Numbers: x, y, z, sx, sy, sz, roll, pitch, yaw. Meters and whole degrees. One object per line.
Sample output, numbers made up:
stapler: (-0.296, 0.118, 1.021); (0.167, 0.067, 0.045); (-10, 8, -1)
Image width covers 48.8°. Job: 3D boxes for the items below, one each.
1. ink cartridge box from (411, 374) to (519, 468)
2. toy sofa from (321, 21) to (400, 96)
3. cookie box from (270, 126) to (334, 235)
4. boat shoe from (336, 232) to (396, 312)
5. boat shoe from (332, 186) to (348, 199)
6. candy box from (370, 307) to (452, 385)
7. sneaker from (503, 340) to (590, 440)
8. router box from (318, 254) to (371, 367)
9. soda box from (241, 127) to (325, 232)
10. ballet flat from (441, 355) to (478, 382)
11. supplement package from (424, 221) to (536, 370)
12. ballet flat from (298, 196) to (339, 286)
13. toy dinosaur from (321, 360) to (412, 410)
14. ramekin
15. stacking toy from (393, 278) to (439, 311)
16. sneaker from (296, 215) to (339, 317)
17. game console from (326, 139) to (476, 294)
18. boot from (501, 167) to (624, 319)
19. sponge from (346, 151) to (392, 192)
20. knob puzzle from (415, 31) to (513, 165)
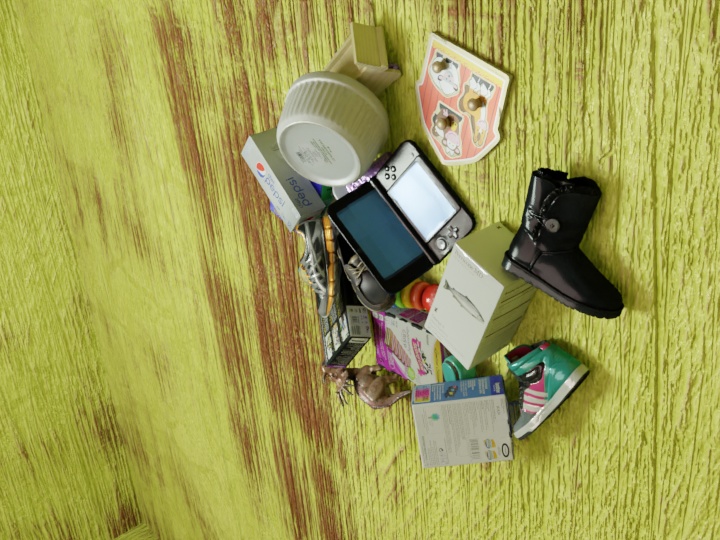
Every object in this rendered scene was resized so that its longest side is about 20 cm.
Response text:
ink cartridge box: (0.198, 0.268, 1.409); (0.196, 0.077, 0.139); (-7, 112, 11)
toy sofa: (-0.014, -0.351, 1.431); (0.200, 0.096, 0.084); (-36, 56, 55)
cookie box: (-0.109, -0.180, 1.647); (0.171, 0.075, 0.202); (39, 138, 34)
boat shoe: (0.000, 0.000, 1.500); (0.073, 0.074, 0.201); (45, -173, -47)
boat shoe: (0.018, -0.098, 1.544); (0.201, 0.068, 0.057); (54, 179, 6)
candy box: (0.109, 0.147, 1.555); (0.199, 0.060, 0.139); (19, 124, 47)
sneaker: (0.282, 0.188, 1.322); (0.121, 0.083, 0.201); (46, 133, 19)
router box: (-0.039, 0.080, 1.654); (0.149, 0.050, 0.203); (127, 140, -52)
soda box: (-0.154, -0.182, 1.581); (0.202, 0.068, 0.064); (58, 144, 13)
ballet flat: (0.198, 0.243, 1.481); (0.067, 0.070, 0.203); (31, 136, 54)
supplement package: (0.204, 0.042, 1.316); (0.117, 0.116, 0.202); (44, 140, 29)
ballet flat: (-0.062, -0.054, 1.611); (0.071, 0.070, 0.202); (39, 112, 33)
toy dinosaur: (0.017, 0.250, 1.673); (0.199, 0.134, 0.087); (27, 130, 42)
ramekin: (-0.055, -0.241, 1.410); (0.197, 0.106, 0.201); (16, 149, 10)
stacking toy: (0.086, 0.040, 1.512); (0.198, 0.085, 0.087); (13, 120, 45)
sneaker: (-0.083, -0.007, 1.562); (0.078, 0.076, 0.204); (-73, -19, -78)
game console: (0.069, -0.094, 1.378); (0.201, 0.118, 0.171); (52, 129, 11)
boot: (0.314, -0.042, 1.151); (0.198, 0.076, 0.170); (30, 122, 21)
sponge: (0.056, -0.105, 1.474); (0.111, 0.030, 0.202); (-29, 84, 32)
knob puzzle: (0.151, -0.258, 1.290); (0.218, 0.030, 0.223); (31, 132, 40)
